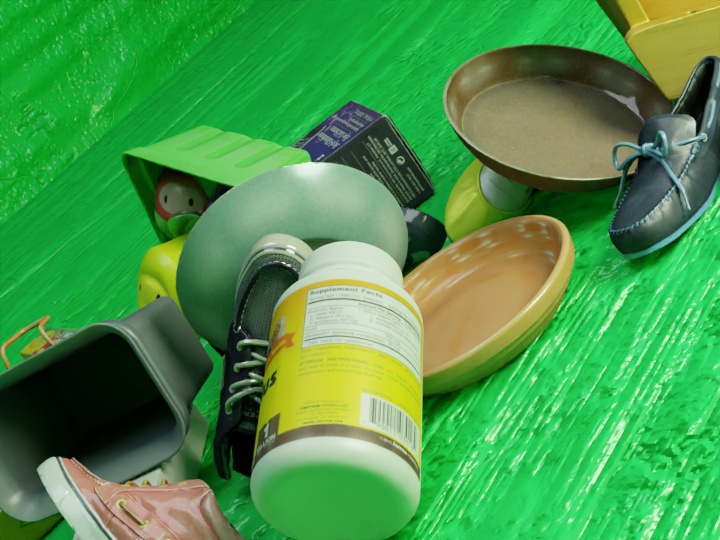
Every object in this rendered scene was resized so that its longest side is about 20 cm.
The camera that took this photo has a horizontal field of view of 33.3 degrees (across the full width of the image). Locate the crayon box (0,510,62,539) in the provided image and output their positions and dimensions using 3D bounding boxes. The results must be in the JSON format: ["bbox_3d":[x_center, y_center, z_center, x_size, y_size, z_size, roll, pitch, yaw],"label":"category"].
[{"bbox_3d":[-0.331,0.220,1.186,0.200,0.052,0.126,-45,21,-25],"label":"crayon box"}]

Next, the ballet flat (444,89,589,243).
[{"bbox_3d":[0.146,-0.098,1.072,0.200,0.067,0.067,-44,-6,-29],"label":"ballet flat"}]

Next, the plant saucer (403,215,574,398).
[{"bbox_3d":[0.083,0.033,0.938,0.200,0.038,0.200,-31,21,13],"label":"plant saucer"}]

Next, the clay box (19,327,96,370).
[{"bbox_3d":[-0.266,0.115,1.221,0.048,0.115,0.200,-46,22,-26],"label":"clay box"}]

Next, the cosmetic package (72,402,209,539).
[{"bbox_3d":[-0.183,0.183,1.018,0.082,0.051,0.200,-29,20,12],"label":"cosmetic package"}]

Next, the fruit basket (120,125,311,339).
[{"bbox_3d":[-0.149,-0.026,1.127,0.215,0.156,0.216,-13,36,10],"label":"fruit basket"}]

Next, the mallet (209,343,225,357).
[{"bbox_3d":[-0.098,0.092,1.122,0.041,0.066,0.200,-41,34,-4],"label":"mallet"}]

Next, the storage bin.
[{"bbox_3d":[-0.232,0.099,1.034,0.199,0.146,0.134,-28,10,20],"label":"storage bin"}]

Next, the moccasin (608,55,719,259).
[{"bbox_3d":[0.233,-0.089,0.914,0.080,0.068,0.200,-15,29,46],"label":"moccasin"}]

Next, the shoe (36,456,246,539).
[{"bbox_3d":[-0.154,0.182,0.874,0.091,0.072,0.200,-38,47,-17],"label":"shoe"}]

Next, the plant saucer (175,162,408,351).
[{"bbox_3d":[-0.049,0.007,0.983,0.201,0.201,0.039,-34,43,6],"label":"plant saucer"}]

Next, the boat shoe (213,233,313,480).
[{"bbox_3d":[-0.072,0.076,0.927,0.074,0.201,0.093,9,36,2],"label":"boat shoe"}]

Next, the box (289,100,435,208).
[{"bbox_3d":[-0.041,-0.079,1.305,0.200,0.104,0.148,-37,20,-4],"label":"box"}]

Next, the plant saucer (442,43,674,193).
[{"bbox_3d":[0.168,-0.127,1.025,0.199,0.035,0.201,2,43,-2],"label":"plant saucer"}]

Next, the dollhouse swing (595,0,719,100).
[{"bbox_3d":[0.273,-0.268,1.036,0.181,0.176,0.200,-16,22,10],"label":"dollhouse swing"}]

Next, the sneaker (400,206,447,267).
[{"bbox_3d":[0.000,0.000,1.133,0.200,0.070,0.082,-18,43,48],"label":"sneaker"}]

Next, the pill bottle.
[{"bbox_3d":[-0.012,0.076,0.817,0.109,0.109,0.201,-26,38,27],"label":"pill bottle"}]
